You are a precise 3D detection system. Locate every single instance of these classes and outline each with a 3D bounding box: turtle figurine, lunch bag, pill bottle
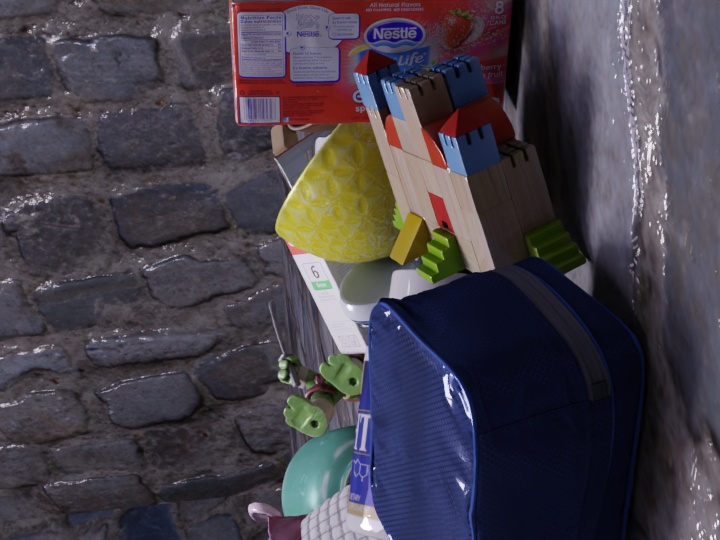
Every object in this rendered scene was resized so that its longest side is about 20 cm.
[{"bbox_3d":[-0.039,0.082,1.459,0.194,0.142,0.202,-61,-44,-71],"label":"turtle figurine"},{"bbox_3d":[0.090,0.103,0.791,0.136,0.131,0.202,-131,34,-49],"label":"lunch bag"},{"bbox_3d":[0.057,0.106,1.034,0.120,0.118,0.203,138,139,-81],"label":"pill bottle"}]

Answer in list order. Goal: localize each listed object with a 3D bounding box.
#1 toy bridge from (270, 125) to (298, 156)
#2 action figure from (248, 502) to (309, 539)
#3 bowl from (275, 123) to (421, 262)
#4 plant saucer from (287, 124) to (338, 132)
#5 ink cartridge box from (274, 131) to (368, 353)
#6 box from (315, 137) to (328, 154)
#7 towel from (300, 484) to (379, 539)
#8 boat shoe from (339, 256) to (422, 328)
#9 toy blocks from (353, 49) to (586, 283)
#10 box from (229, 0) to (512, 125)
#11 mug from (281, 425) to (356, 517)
[{"bbox_3d":[-0.008,-0.181,1.284,0.199,0.027,0.068,-33,48,29],"label":"toy bridge"},{"bbox_3d":[0.008,0.268,1.367,0.150,0.199,0.134,62,-168,29],"label":"action figure"},{"bbox_3d":[0.033,-0.073,1.106,0.107,0.200,0.200,40,165,6],"label":"bowl"},{"bbox_3d":[0.014,-0.192,1.179,0.200,0.037,0.201,-44,21,21],"label":"plant saucer"},{"bbox_3d":[-0.012,-0.036,1.245,0.050,0.109,0.202,-7,114,53],"label":"ink cartridge box"},{"bbox_3d":[0.007,-0.120,1.405,0.201,0.095,0.178,94,169,-53],"label":"box"},{"bbox_3d":[0.044,0.260,1.129,0.085,0.165,0.201,37,-153,-42],"label":"towel"},{"bbox_3d":[0.043,0.027,1.165,0.200,0.070,0.092,-45,-50,-60],"label":"boat shoe"},{"bbox_3d":[0.060,-0.078,0.881,0.200,0.099,0.138,34,147,64],"label":"toy blocks"},{"bbox_3d":[0.005,-0.172,0.969,0.096,0.197,0.101,-97,6,-52],"label":"box"},{"bbox_3d":[0.015,0.254,1.478,0.114,0.184,0.154,-29,38,65],"label":"mug"}]
